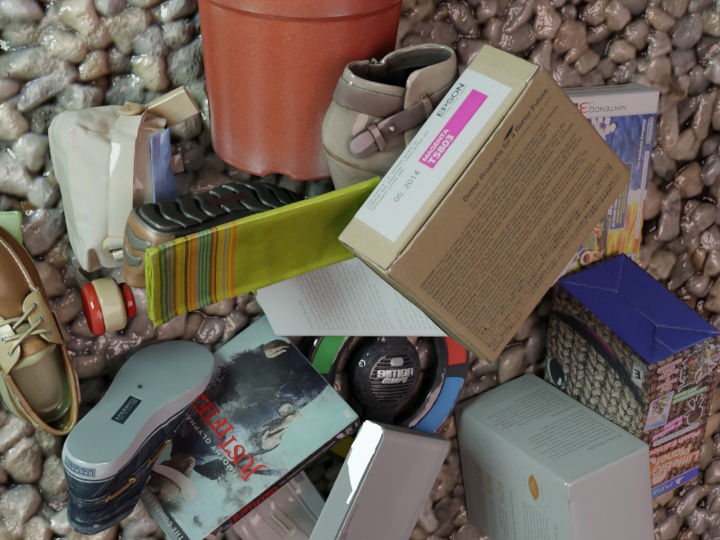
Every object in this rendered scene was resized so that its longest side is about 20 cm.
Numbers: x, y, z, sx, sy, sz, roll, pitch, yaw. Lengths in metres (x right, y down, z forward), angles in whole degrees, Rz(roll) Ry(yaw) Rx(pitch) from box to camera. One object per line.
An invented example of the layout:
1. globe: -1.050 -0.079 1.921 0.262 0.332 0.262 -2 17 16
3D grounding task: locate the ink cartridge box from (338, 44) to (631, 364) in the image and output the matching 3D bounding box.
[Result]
1. ink cartridge box: 0.103 -0.051 1.184 0.200 0.075 0.165 -52 132 -3

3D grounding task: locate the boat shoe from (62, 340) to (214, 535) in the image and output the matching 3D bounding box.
1. boat shoe: -0.199 0.143 1.310 0.200 0.070 0.091 -47 154 -50

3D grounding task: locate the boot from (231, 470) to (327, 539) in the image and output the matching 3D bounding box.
1. boot: -0.064 0.267 1.462 0.095 0.074 0.200 -35 132 -5

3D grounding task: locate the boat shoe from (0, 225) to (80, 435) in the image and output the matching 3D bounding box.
1. boat shoe: -0.277 0.051 1.222 0.075 0.074 0.201 -32 124 -20

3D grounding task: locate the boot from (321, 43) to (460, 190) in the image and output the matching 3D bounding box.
1. boot: 0.061 -0.114 1.207 0.199 0.070 0.147 -14 130 -25

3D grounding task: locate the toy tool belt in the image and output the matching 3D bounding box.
1. toy tool belt: -0.183 -0.049 1.243 0.122 0.125 0.201 -14 115 -18

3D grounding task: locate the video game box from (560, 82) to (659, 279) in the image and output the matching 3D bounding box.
1. video game box: 0.216 -0.089 1.526 0.181 0.047 0.201 -7 111 -27

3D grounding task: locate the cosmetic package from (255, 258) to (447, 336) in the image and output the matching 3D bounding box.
1. cosmetic package: 0.000 0.000 1.323 0.071 0.199 0.102 -56 134 -42

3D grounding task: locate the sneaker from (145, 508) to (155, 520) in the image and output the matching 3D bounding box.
1. sneaker: -0.124 0.162 1.399 0.200 0.076 0.077 -47 152 -12

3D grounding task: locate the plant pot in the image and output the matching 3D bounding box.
1. plant pot: -0.052 -0.192 1.239 0.200 0.201 0.197 -13 121 -28

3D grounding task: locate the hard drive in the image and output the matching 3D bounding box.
1. hard drive: 0.022 0.215 1.426 0.133 0.027 0.200 -66 156 0

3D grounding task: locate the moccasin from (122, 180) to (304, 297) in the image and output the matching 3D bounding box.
1. moccasin: -0.109 -0.023 1.214 0.201 0.073 0.078 -20 137 -49

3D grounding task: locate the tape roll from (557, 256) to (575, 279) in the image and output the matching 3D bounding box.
1. tape roll: 0.134 -0.064 1.390 0.202 0.071 0.204 -22 123 -37

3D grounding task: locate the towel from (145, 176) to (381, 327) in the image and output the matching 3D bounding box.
1. towel: -0.074 -0.015 1.165 0.199 0.018 0.086 -18 145 -19

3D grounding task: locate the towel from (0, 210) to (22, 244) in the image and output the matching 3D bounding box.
1. towel: -0.375 0.026 1.211 0.199 0.031 0.150 -7 113 -33

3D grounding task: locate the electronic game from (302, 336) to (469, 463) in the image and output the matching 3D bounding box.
1. electronic game: 0.025 0.102 1.477 0.199 0.042 0.201 -11 113 -28

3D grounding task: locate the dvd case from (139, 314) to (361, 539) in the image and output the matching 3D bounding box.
1. dvd case: -0.120 0.148 1.346 0.200 0.146 0.022 -37 152 -14

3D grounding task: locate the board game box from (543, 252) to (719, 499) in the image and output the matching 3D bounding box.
1. board game box: 0.276 0.115 1.540 0.096 0.159 0.201 -20 131 -24

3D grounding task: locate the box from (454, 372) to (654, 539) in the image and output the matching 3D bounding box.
1. box: 0.200 0.222 1.534 0.106 0.200 0.153 -20 118 -24
